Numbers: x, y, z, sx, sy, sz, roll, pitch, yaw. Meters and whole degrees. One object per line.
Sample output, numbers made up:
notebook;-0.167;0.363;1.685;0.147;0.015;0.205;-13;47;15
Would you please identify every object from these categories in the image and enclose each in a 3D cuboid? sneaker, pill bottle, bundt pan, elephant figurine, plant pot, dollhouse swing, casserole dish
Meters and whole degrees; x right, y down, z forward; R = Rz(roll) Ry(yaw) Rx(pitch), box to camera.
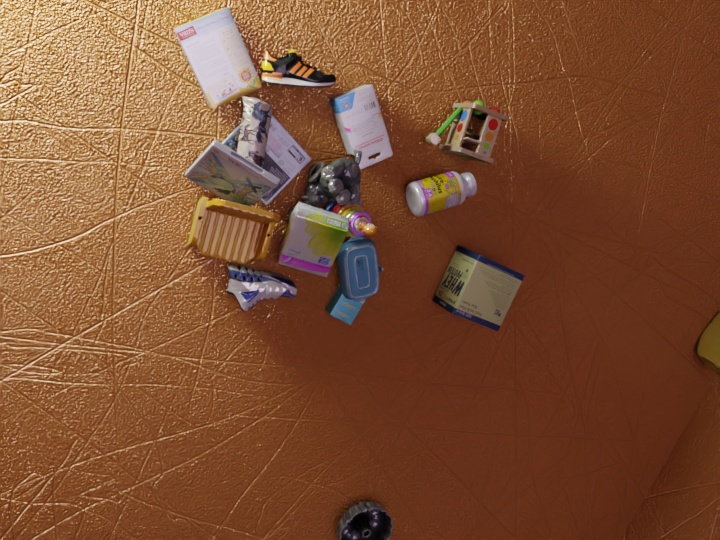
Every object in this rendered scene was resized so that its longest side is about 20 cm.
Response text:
sneaker;-0.287;0.060;1.573;0.198;0.081;0.116;15;103;-18
sneaker;-0.156;-0.522;1.446;0.199;0.070;0.091;-3;110;-19
pill bottle;0.243;-0.235;1.676;0.199;0.104;0.105;-18;112;-17
bundt pan;0.008;0.883;1.935;0.201;0.076;0.203;-7;108;-21
elephant figurine;-0.099;-0.232;1.538;0.155;0.199;0.142;-17;97;-41
plant pot;1.530;0.332;2.326;0.200;0.196;0.194;-45;117;3
dollhouse swing;-0.322;-0.094;1.448;0.199;0.176;0.183;13;102;-25
casserole dish;0.000;0.000;1.631;0.120;0.039;0.201;-11;108;-18

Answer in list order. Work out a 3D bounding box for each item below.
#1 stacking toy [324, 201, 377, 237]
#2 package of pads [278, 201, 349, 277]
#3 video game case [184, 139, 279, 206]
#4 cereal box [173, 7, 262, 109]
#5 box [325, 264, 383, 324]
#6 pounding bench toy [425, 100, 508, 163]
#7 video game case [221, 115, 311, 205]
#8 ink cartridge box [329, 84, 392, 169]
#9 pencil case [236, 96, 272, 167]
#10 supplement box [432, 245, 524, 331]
stacking toy;-0.012;-0.131;1.549;0.115;0.200;0.110;-15;111;-22
package of pads;-0.133;-0.082;1.530;0.154;0.068;0.200;17;132;-13
video game case;-0.324;-0.232;1.407;0.182;0.200;0.022;30;61;-26
cereal box;-0.349;-0.522;1.386;0.143;0.040;0.201;-28;114;-12
box;-0.017;0.056;1.689;0.082;0.049;0.201;28;94;-27
pounding bench toy;0.301;-0.419;1.632;0.199;0.124;0.157;12;101;-24
video game case;-0.259;-0.306;1.498;0.182;0.023;0.200;-46;117;-4
ink cartridge box;0.004;-0.395;1.550;0.115;0.068;0.201;-25;113;-13
pencil case;-0.273;-0.338;1.422;0.077;0.089;0.201;4;102;-32
supplement box;0.376;0.057;1.801;0.199;0.134;0.201;21;97;-26
